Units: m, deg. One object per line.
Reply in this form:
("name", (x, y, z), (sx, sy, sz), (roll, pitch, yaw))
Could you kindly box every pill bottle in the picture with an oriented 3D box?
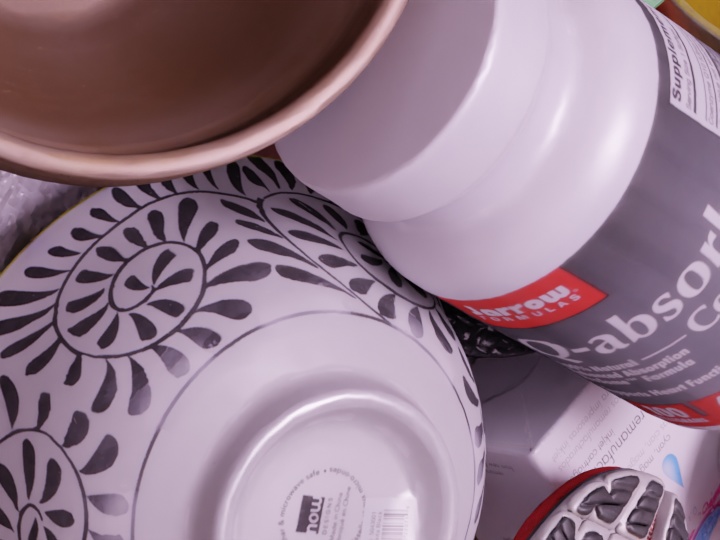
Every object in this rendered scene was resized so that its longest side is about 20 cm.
("pill bottle", (0.070, -0.031, 0.956), (0.200, 0.116, 0.116), (28, 75, -41))

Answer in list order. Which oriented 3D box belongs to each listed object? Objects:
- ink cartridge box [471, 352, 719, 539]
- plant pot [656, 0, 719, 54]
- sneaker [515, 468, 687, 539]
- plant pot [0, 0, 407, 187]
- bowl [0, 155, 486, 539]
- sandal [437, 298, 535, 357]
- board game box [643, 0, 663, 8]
("ink cartridge box", (0.119, 0.099, 1.117), (0.115, 0.068, 0.200), (-48, 122, -27))
("plant pot", (0.206, -0.073, 1.121), (0.200, 0.200, 0.142), (-38, 141, -33))
("sneaker", (0.035, 0.148, 1.015), (0.077, 0.085, 0.200), (33, 89, -33))
("plant pot", (-0.086, -0.122, 0.886), (0.201, 0.093, 0.201), (1, 86, -20))
("bowl", (-0.030, 0.070, 0.941), (0.201, 0.094, 0.201), (-8, 106, -29))
("sandal", (0.000, 0.000, 1.030), (0.200, 0.045, 0.075), (-9, 94, -26))
("board game box", (0.108, -0.182, 1.024), (0.200, 0.029, 0.135), (-40, 113, -18))
